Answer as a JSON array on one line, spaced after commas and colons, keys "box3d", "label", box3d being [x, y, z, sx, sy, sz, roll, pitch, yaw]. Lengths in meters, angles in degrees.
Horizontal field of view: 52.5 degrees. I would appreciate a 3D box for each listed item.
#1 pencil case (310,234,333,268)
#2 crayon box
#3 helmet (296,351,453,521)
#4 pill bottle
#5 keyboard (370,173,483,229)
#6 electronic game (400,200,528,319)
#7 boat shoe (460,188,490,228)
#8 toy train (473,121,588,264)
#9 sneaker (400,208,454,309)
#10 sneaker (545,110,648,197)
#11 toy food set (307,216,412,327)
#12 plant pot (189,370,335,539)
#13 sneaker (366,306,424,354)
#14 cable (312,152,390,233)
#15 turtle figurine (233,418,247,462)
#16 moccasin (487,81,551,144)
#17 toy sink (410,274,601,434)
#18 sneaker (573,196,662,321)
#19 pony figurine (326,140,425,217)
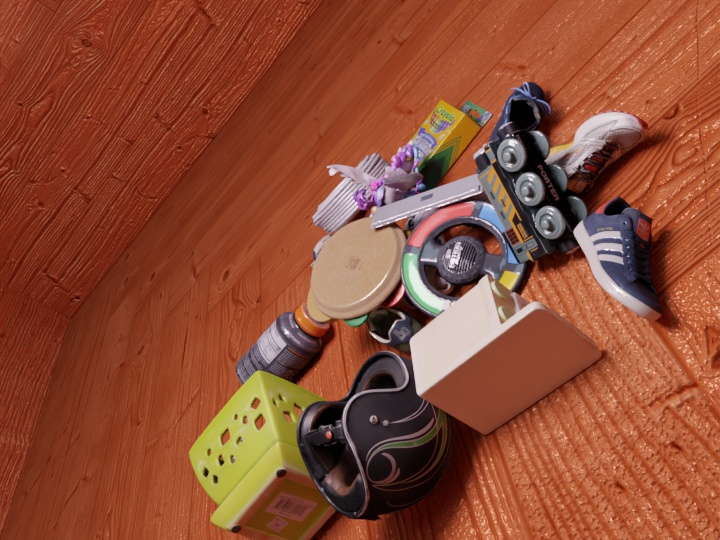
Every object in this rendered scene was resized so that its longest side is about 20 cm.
[{"box3d": [-0.029, -0.013, 1.452, 0.090, 0.078, 0.200, -57, 27, -1], "label": "pencil case"}, {"box3d": [0.155, -0.255, 1.437, 0.200, 0.051, 0.126, -51, 28, 10], "label": "crayon box"}, {"box3d": [0.032, 0.217, 0.984, 0.190, 0.201, 0.200, -20, 5, -35], "label": "helmet"}, {"box3d": [-0.148, 0.155, 1.441, 0.200, 0.106, 0.106, -46, 29, 19], "label": "pill bottle"}, {"box3d": [0.107, -0.112, 1.176, 0.199, 0.011, 0.056, -17, 29, 26], "label": "keyboard"}, {"box3d": [0.155, -0.016, 1.109, 0.199, 0.042, 0.201, -10, 65, 21], "label": "electronic game"}, {"box3d": [0.216, -0.119, 1.157, 0.200, 0.066, 0.070, -40, 24, 52], "label": "boat shoe"}, {"box3d": [0.231, -0.104, 1.023, 0.085, 0.201, 0.114, -23, -7, -39], "label": "toy train"}, {"box3d": [0.129, -0.035, 1.227, 0.115, 0.075, 0.201, -17, 51, 49], "label": "sneaker"}, {"box3d": [0.324, -0.151, 1.037, 0.200, 0.078, 0.082, -39, 35, 49], "label": "sneaker"}, {"box3d": [0.000, 0.000, 1.217, 0.197, 0.049, 0.201, 2, 62, 39], "label": "toy food set"}, {"box3d": [-0.129, 0.311, 1.153, 0.199, 0.200, 0.182, -49, 34, 13], "label": "plant pot"}, {"box3d": [0.045, 0.086, 1.212, 0.067, 0.090, 0.200, -59, 27, -2], "label": "sneaker"}, {"box3d": [-0.017, -0.157, 1.521, 0.200, 0.069, 0.200, -49, 6, -27], "label": "cable"}, {"box3d": [-0.214, 0.351, 1.385, 0.161, 0.064, 0.201, -30, 37, 41], "label": "turtle figurine"}, {"box3d": [0.270, -0.250, 1.190, 0.200, 0.080, 0.068, -64, 4, -38], "label": "moccasin"}, {"box3d": [0.181, 0.095, 0.939, 0.200, 0.130, 0.112, -43, 30, 27], "label": "toy sink"}, {"box3d": [0.326, -0.024, 0.884, 0.085, 0.075, 0.200, -49, 28, 25], "label": "sneaker"}, {"box3d": [0.048, -0.135, 1.315, 0.166, 0.193, 0.201, 12, 103, 30], "label": "pony figurine"}]
